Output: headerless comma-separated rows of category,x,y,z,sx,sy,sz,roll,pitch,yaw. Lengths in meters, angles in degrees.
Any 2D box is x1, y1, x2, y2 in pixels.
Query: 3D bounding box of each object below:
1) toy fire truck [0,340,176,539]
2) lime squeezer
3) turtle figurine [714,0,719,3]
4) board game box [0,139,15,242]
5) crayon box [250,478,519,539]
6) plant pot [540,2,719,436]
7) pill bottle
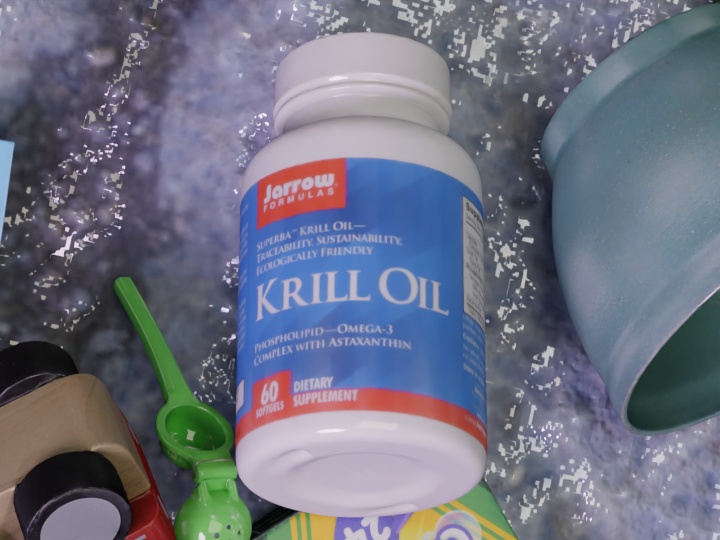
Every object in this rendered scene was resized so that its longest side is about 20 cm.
toy fire truck,-0.152,0.161,1.181,0.176,0.129,0.200,-27,136,-2
lime squeezer,-0.075,0.093,1.212,0.038,0.071,0.201,-8,81,-15
turtle figurine,0.275,-0.122,1.286,0.193,0.144,0.201,13,64,-4
board game box,-0.263,0.003,1.195,0.199,0.040,0.154,8,85,-14
crayon box,0.033,0.185,1.259,0.126,0.052,0.200,-32,96,-14
plant pot,0.167,-0.037,1.250,0.200,0.200,0.134,-29,69,-15
pill bottle,0.000,0.000,1.212,0.112,0.112,0.201,6,65,-15
